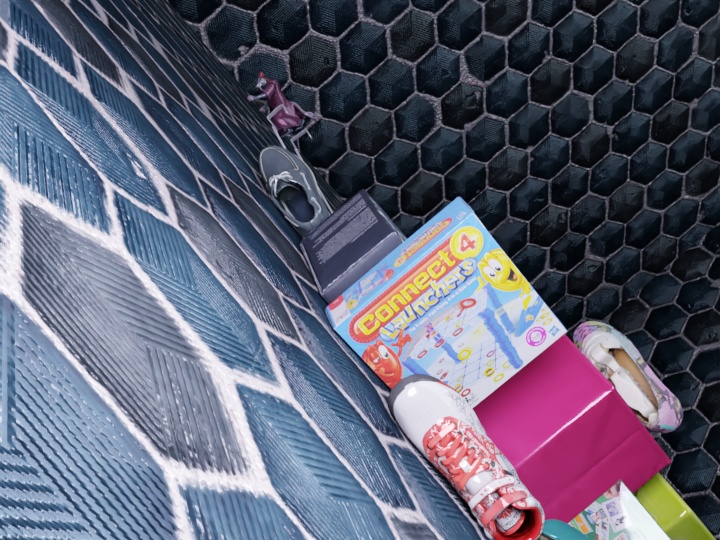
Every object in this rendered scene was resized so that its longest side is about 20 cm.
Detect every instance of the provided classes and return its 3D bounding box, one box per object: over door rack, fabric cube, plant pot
[{"bbox_3d":[-0.102,-0.148,1.547,0.148,0.066,0.201,34,38,-75],"label":"over door rack"},{"bbox_3d":[0.243,0.210,1.248,0.200,0.199,0.196,47,4,-35],"label":"fabric cube"},{"bbox_3d":[0.380,0.373,1.364,0.200,0.181,0.199,47,6,-37],"label":"plant pot"}]

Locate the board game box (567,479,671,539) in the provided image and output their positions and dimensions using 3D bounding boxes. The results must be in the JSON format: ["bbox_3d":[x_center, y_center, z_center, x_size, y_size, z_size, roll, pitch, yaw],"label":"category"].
[{"bbox_3d":[0.327,0.373,1.139,0.200,0.134,0.029,53,6,30],"label":"board game box"}]

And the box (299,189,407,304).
[{"bbox_3d":[0.037,0.025,1.246,0.200,0.124,0.197,48,7,-23],"label":"box"}]

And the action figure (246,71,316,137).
[{"bbox_3d":[-0.241,-0.499,2.798,0.201,0.148,0.134,63,9,-6],"label":"action figure"}]

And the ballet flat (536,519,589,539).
[{"bbox_3d":[0.198,0.295,0.951,0.071,0.071,0.200,50,3,10],"label":"ballet flat"}]

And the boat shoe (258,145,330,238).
[{"bbox_3d":[-0.102,-0.124,1.417,0.201,0.073,0.062,58,4,30],"label":"boat shoe"}]

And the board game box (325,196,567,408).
[{"bbox_3d":[0.098,0.056,1.076,0.196,0.200,0.056,47,6,-25],"label":"board game box"}]

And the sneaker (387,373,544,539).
[{"bbox_3d":[0.110,0.189,0.928,0.202,0.067,0.108,51,1,-29],"label":"sneaker"}]

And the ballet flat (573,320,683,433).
[{"bbox_3d":[0.349,0.136,1.276,0.071,0.069,0.200,14,31,-48],"label":"ballet flat"}]

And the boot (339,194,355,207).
[{"bbox_3d":[0.021,-0.092,2.409,0.154,0.073,0.204,50,10,-33],"label":"boot"}]
